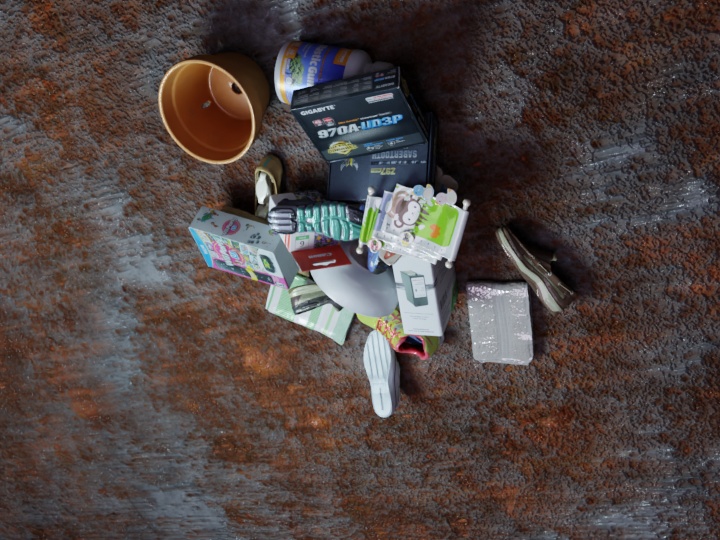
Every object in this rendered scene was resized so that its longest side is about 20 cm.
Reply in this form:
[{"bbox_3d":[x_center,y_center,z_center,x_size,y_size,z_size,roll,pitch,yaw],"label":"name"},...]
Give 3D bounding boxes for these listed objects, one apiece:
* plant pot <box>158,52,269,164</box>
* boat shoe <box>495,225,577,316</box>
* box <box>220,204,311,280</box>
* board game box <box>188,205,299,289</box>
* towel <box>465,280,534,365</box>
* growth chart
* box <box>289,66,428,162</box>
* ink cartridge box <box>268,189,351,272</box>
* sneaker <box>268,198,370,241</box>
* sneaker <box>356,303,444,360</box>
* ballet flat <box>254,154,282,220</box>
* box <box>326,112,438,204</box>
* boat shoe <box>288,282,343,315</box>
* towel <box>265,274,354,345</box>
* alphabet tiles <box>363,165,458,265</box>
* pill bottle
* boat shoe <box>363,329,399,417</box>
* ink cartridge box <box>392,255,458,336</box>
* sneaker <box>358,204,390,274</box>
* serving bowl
[{"bbox_3d":[-0.258,-0.322,1.503,0.198,0.140,0.202,12,127,16],"label":"plant pot"},{"bbox_3d":[0.337,-0.013,1.512,0.075,0.075,0.203,-36,103,13],"label":"boat shoe"},{"bbox_3d":[-0.195,-0.056,1.694,0.198,0.021,0.164,20,151,9],"label":"box"},{"bbox_3d":[-0.239,-0.045,1.657,0.198,0.065,0.148,17,151,19],"label":"board game box"},{"bbox_3d":[0.286,0.109,1.629,0.131,0.035,0.202,1,122,22],"label":"towel"},{"bbox_3d":[0.092,-0.083,1.406,0.198,0.018,0.147,12,108,19],"label":"growth chart"},{"bbox_3d":[0.002,-0.262,1.367,0.198,0.047,0.159,-7,150,20],"label":"box"},{"bbox_3d":[-0.098,-0.081,1.547,0.108,0.201,0.051,-9,130,-21],"label":"ink cartridge box"},{"bbox_3d":[-0.069,-0.109,1.487,0.197,0.088,0.075,6,120,5],"label":"sneaker"},{"bbox_3d":[0.078,0.126,1.695,0.198,0.091,0.079,22,130,10],"label":"sneaker"},{"bbox_3d":[-0.197,-0.141,1.649,0.068,0.063,0.202,13,127,15],"label":"ballet flat"},{"bbox_3d":[0.040,-0.202,1.459,0.198,0.051,0.160,2,85,23],"label":"box"},{"bbox_3d":[-0.051,0.054,1.680,0.198,0.072,0.067,-8,86,3],"label":"boat shoe"},{"bbox_3d":[-0.112,0.079,1.773,0.198,0.023,0.153,25,137,5],"label":"towel"},{"bbox_3d":[0.078,-0.118,1.465,0.196,0.015,0.200,-48,65,6],"label":"alphabet tiles"},{"bbox_3d":[-0.043,-0.340,1.416,0.198,0.112,0.113,12,126,16],"label":"pill bottle"},{"bbox_3d":[0.052,0.223,1.788,0.073,0.067,0.203,4,102,26],"label":"boat shoe"},{"bbox_3d":[0.127,0.003,1.554,0.083,0.146,0.202,2,122,22],"label":"ink cartridge box"},{"bbox_3d":[0.033,-0.092,1.538,0.078,0.075,0.203,-1,80,33],"label":"sneaker"},{"bbox_3d":[0.000,0.000,1.578,0.199,0.200,0.066,33,120,-1],"label":"serving bowl"}]
